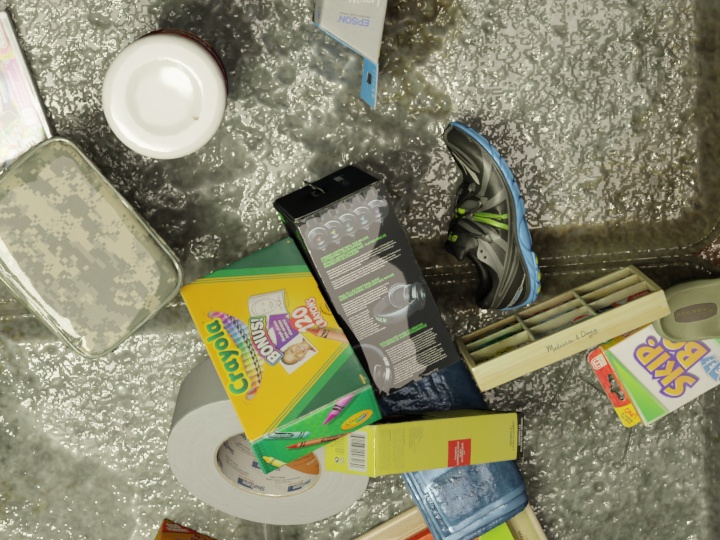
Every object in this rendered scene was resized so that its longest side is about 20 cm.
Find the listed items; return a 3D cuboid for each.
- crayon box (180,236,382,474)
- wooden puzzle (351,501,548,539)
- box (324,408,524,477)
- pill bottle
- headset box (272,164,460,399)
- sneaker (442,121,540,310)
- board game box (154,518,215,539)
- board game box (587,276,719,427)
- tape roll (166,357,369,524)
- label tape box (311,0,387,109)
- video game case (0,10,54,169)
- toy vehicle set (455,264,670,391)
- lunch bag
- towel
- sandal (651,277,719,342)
[{"bbox_3d":[-0.075,0.074,1.428,0.119,0.200,0.058,-25,141,-6],"label":"crayon box"},{"bbox_3d":[0.106,0.323,1.644,0.200,0.037,0.185,-27,102,1],"label":"wooden puzzle"},{"bbox_3d":[0.063,0.160,1.479,0.200,0.075,0.050,1,89,-43],"label":"box"},{"bbox_3d":[-0.176,-0.167,1.443,0.109,0.200,0.110,-1,101,-4],"label":"pill bottle"},{"bbox_3d":[0.000,0.000,1.501,0.093,0.174,0.200,-25,103,-5],"label":"headset box"},{"bbox_3d":[0.120,-0.051,1.556,0.082,0.071,0.200,-19,105,-7],"label":"sneaker"},{"bbox_3d":[-0.149,0.403,1.554,0.200,0.200,0.200,24,98,-9],"label":"board game box"},{"bbox_3d":[0.342,0.079,1.624,0.200,0.030,0.096,-30,101,4],"label":"board game box"},{"bbox_3d":[-0.086,0.164,1.530,0.200,0.066,0.201,5,136,5],"label":"tape roll"},{"bbox_3d":[-0.009,-0.260,1.468,0.063,0.144,0.201,7,100,-6],"label":"label tape box"},{"bbox_3d":[-0.412,-0.152,1.519,0.199,0.018,0.144,-19,102,-1],"label":"video game case"},{"bbox_3d":[0.198,0.055,1.556,0.200,0.124,0.027,-23,102,0],"label":"toy vehicle set"},{"bbox_3d":[-0.271,-0.018,1.482,0.139,0.168,0.200,-43,100,-7],"label":"lunch bag"},{"bbox_3d":[0.086,0.174,1.592,0.111,0.049,0.200,-28,93,-5],"label":"towel"},{"bbox_3d":[0.394,0.034,1.578,0.200,0.057,0.080,-16,101,-3],"label":"sandal"}]
